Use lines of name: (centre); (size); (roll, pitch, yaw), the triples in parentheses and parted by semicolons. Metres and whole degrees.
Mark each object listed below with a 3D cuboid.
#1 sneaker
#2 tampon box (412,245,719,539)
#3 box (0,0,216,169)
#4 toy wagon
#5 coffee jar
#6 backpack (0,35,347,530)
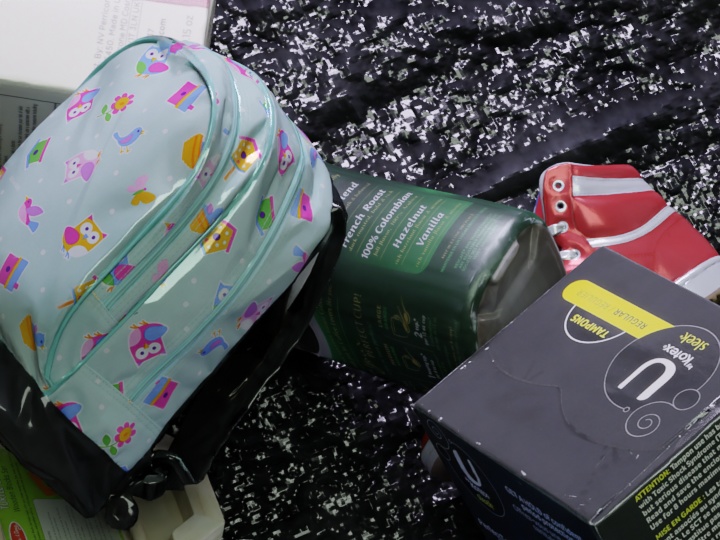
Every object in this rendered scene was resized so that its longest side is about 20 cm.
sneaker: (0.090, 0.020, 1.340); (0.200, 0.071, 0.113); (-31, 73, -22)
tampon box: (0.145, 0.117, 1.194); (0.126, 0.200, 0.150); (-39, 34, -15)
box: (-0.178, -0.112, 1.328); (0.199, 0.128, 0.109); (9, 64, -4)
toy wagon: (-0.168, 0.106, 1.230); (0.199, 0.040, 0.155); (2, 29, -20)
coffee jar: (0.000, 0.000, 1.281); (0.199, 0.105, 0.085); (17, 58, 30)
backpack: (-0.104, -0.005, 1.198); (0.200, 0.127, 0.167); (-46, 50, -1)
